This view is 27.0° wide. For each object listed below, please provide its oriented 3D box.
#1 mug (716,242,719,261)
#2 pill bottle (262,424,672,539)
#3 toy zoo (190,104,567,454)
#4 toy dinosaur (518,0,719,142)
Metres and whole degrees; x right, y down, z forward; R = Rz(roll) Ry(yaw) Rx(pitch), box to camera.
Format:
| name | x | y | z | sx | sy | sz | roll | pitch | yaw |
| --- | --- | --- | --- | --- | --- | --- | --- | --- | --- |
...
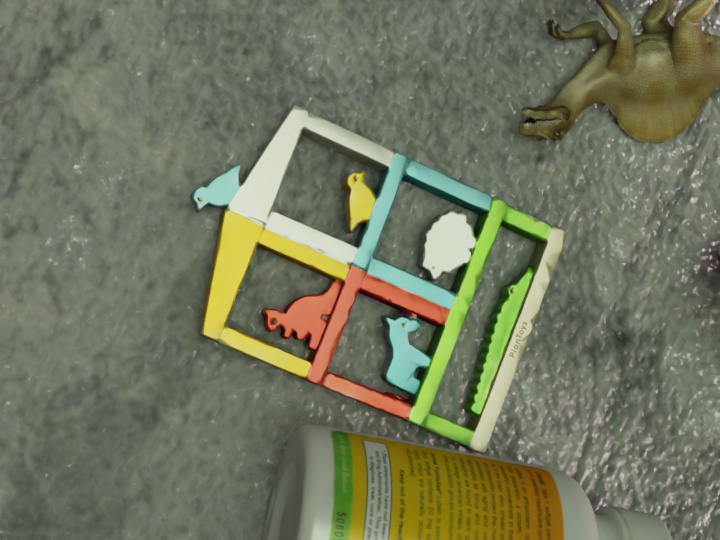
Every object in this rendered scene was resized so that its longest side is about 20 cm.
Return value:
| name | x | y | z | sx | sy | sz | roll | pitch | yaw |
| --- | --- | --- | --- | --- | --- | --- | --- | --- | --- |
| mug | 0.290 | 0.056 | 0.799 | 0.132 | 0.178 | 0.202 | -24 | 99 | 20 |
| pill bottle | 0.054 | 0.150 | 0.767 | 0.197 | 0.111 | 0.113 | 12 | 86 | -11 |
| toy zoo | 0.000 | 0.000 | 0.806 | 0.198 | 0.020 | 0.133 | 23 | 84 | -10 |
| toy dinosaur | 0.176 | -0.124 | 0.840 | 0.197 | 0.058 | 0.103 | -10 | 105 | -5 |
